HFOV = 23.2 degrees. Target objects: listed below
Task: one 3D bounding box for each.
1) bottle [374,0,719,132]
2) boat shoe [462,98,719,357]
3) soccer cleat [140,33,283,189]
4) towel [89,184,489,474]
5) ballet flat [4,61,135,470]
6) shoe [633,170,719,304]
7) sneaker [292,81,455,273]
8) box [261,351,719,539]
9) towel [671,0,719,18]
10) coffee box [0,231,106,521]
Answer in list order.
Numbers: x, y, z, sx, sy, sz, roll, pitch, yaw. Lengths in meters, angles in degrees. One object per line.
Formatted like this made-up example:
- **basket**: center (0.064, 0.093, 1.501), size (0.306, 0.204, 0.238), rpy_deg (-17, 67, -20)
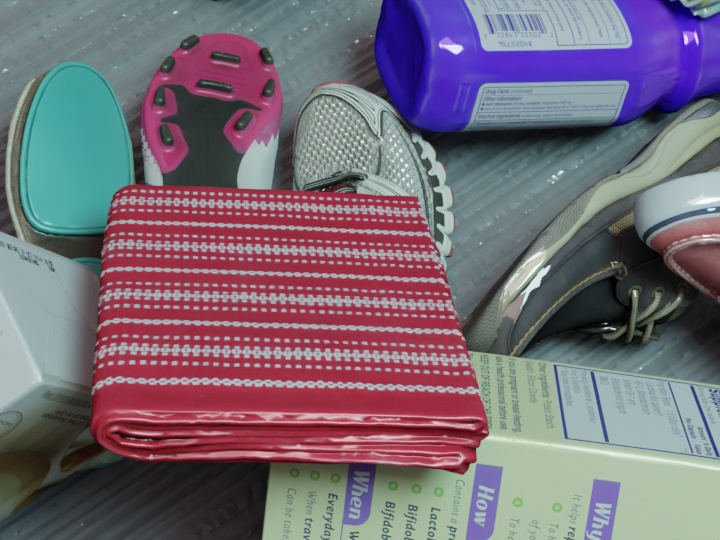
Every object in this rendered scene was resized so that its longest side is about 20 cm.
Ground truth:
- **bottle**: center (0.109, -0.110, 0.867), size (0.198, 0.066, 0.084), rpy_deg (-4, 41, -22)
- **boat shoe**: center (0.129, -0.006, 0.829), size (0.200, 0.075, 0.073), rpy_deg (-39, 81, -27)
- **soccer cleat**: center (-0.077, -0.032, 0.849), size (0.069, 0.087, 0.201), rpy_deg (7, 44, -6)
- **towel**: center (-0.033, 0.017, 0.695), size (0.143, 0.023, 0.200), rpy_deg (3, 27, -7)
- **ballet flat**: center (-0.140, -0.002, 0.831), size (0.067, 0.062, 0.202), rpy_deg (6, 63, -30)
- **shoe**: center (0.204, 0.019, 0.795), size (0.199, 0.071, 0.092), rpy_deg (14, 64, -40)
- **sneaker**: center (0.000, 0.000, 0.813), size (0.077, 0.082, 0.202), rpy_deg (-22, 64, 26)
- **box**: center (0.056, 0.133, 0.721), size (0.198, 0.097, 0.178), rpy_deg (7, 107, 2)
- **towel**: center (0.169, -0.224, 0.909), size (0.171, 0.048, 0.200), rpy_deg (44, 46, 12)
- **coffee box**: center (-0.199, 0.074, 0.734), size (0.199, 0.114, 0.080), rpy_deg (-34, 71, 11)
